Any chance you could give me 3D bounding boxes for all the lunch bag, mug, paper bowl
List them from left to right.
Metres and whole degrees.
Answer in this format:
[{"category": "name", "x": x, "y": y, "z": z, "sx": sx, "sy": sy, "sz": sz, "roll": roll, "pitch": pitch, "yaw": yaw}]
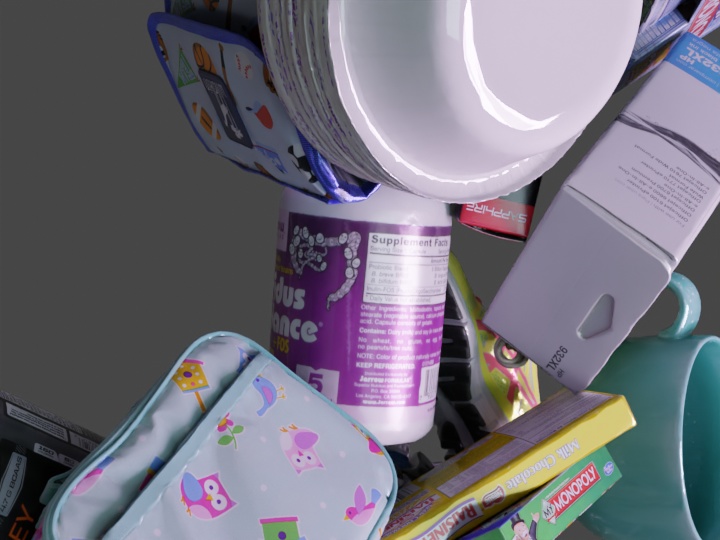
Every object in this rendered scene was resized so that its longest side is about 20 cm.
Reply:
[{"category": "lunch bag", "x": -0.079, "y": 0.135, "z": 0.660, "sx": 0.160, "sy": 0.077, "sz": 0.200, "roll": 41, "pitch": 41, "yaw": -2}, {"category": "lunch bag", "x": -0.038, "y": -0.149, "z": 0.691, "sx": 0.123, "sy": 0.170, "sz": 0.203, "roll": -2, "pitch": 106, "yaw": -33}, {"category": "paper bowl", "x": 0.057, "y": -0.132, "z": 0.597, "sx": 0.199, "sy": 0.104, "sz": 0.203, "roll": -14, "pitch": 113, "yaw": -36}, {"category": "mug", "x": 0.213, "y": 0.113, "z": 0.925, "sx": 0.152, "sy": 0.113, "sz": 0.187, "roll": 45, "pitch": 51, "yaw": -44}]

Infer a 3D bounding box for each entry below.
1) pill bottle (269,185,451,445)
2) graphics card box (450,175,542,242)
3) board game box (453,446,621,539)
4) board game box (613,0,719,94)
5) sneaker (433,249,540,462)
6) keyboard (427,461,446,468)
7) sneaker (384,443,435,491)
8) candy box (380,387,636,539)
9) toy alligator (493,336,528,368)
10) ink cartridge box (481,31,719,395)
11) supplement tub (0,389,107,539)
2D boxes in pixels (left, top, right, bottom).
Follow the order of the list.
[{"category": "pill bottle", "x": 0.000, "y": 0.000, "z": 0.781, "sx": 0.111, "sy": 0.112, "sz": 0.203, "roll": 2, "pitch": 95, "yaw": -29}, {"category": "graphics card box", "x": 0.099, "y": -0.127, "z": 0.798, "sx": 0.050, "sy": 0.126, "sz": 0.202, "roll": 13, "pitch": 98, "yaw": -3}, {"category": "board game box", "x": 0.060, "y": 0.180, "z": 0.803, "sx": 0.134, "sy": 0.199, "sz": 0.029, "roll": -24, "pitch": 82, "yaw": -50}, {"category": "board game box", "x": 0.216, "y": -0.196, "z": 0.832, "sx": 0.199, "sy": 0.200, "sz": 0.062, "roll": -36, "pitch": 81, "yaw": -4}, {"category": "sneaker", "x": 0.080, "y": 0.060, "z": 0.877, "sx": 0.090, "sy": 0.078, "sz": 0.202, "roll": -40, "pitch": 117, "yaw": -39}, {"category": "keyboard", "x": 0.077, "y": 0.224, "z": 0.923, "sx": 0.011, "sy": 0.056, "sz": 0.202, "roll": -51, "pitch": 128, "yaw": -49}, {"category": "sneaker", "x": -0.043, "y": 0.145, "z": 0.826, "sx": 0.198, "sy": 0.075, "sz": 0.087, "roll": 23, "pitch": 105, "yaw": -27}, {"category": "candy box", "x": 0.070, "y": 0.134, "z": 0.779, "sx": 0.199, "sy": 0.102, "sz": 0.027, "roll": -30, "pitch": 95, "yaw": -9}, {"category": "toy alligator", "x": 0.144, "y": 0.019, "z": 0.889, "sx": 0.200, "sy": 0.059, "sz": 0.055, "roll": -44, "pitch": 162, "yaw": -37}, {"category": "ink cartridge box", "x": 0.179, "y": -0.040, "z": 0.811, "sx": 0.200, "sy": 0.083, "sz": 0.146, "roll": -47, "pitch": 168, "yaw": -39}, {"category": "supplement tub", "x": -0.202, "y": 0.137, "z": 0.702, "sx": 0.199, "sy": 0.122, "sz": 0.123, "roll": 31, "pitch": 87, "yaw": -31}]
